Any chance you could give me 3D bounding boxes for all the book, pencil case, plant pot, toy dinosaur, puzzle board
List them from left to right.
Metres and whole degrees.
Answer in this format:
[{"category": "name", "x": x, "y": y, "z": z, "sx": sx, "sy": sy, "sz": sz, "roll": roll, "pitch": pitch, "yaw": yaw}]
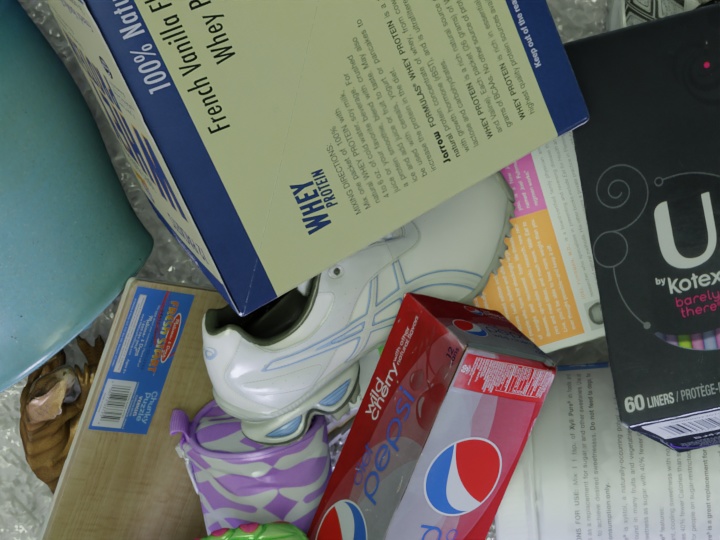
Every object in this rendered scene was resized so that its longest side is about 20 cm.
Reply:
[{"category": "plant pot", "x": -0.218, "y": -0.041, "z": 1.318, "sx": 0.200, "sy": 0.200, "sz": 0.188, "roll": -39, "pitch": 104, "yaw": 8}, {"category": "toy dinosaur", "x": -0.170, "y": 0.096, "z": 1.378, "sx": 0.060, "sy": 0.200, "sz": 0.106, "roll": 7, "pitch": 57, "yaw": 8}, {"category": "puzzle board", "x": -0.108, "y": 0.103, "z": 1.356, "sx": 0.017, "sy": 0.151, "sz": 0.200, "roll": 25, "pitch": 100, "yaw": 38}, {"category": "pencil case", "x": -0.051, "y": 0.162, "z": 1.358, "sx": 0.085, "sy": 0.084, "sz": 0.200, "roll": -9, "pitch": 111, "yaw": -4}, {"category": "book", "x": 0.072, "y": -0.015, "z": 1.367, "sx": 0.200, "sy": 0.048, "sz": 0.134, "roll": -16, "pitch": 93, "yaw": 5}]

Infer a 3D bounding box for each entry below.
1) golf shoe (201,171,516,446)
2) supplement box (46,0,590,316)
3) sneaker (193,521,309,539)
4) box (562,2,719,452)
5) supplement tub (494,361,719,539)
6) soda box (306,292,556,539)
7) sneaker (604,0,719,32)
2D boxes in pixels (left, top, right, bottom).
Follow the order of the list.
[{"category": "golf shoe", "x": 0.000, "y": 0.000, "z": 1.286, "sx": 0.200, "sy": 0.097, "sz": 0.078, "roll": -44, "pitch": 51, "yaw": -16}, {"category": "supplement box", "x": -0.032, "y": -0.125, "z": 1.189, "sx": 0.200, "sy": 0.134, "sz": 0.200, "roll": -30, "pitch": 120, "yaw": -9}, {"category": "sneaker", "x": -0.106, "y": 0.201, "z": 1.293, "sx": 0.200, "sy": 0.077, "sz": 0.084, "roll": -31, "pitch": 69, "yaw": 25}, {"category": "box", "x": 0.182, "y": -0.022, "z": 1.231, "sx": 0.122, "sy": 0.106, "sz": 0.200, "roll": -14, "pitch": 74, "yaw": 18}, {"category": "supplement tub", "x": 0.172, "y": 0.112, "z": 1.333, "sx": 0.200, "sy": 0.132, "sz": 0.132, "roll": -3, "pitch": 97, "yaw": 4}, {"category": "soda box", "x": 0.027, "y": 0.117, "z": 1.281, "sx": 0.063, "sy": 0.070, "sz": 0.200, "roll": 13, "pitch": 108, "yaw": -33}, {"category": "sneaker", "x": 0.176, "y": -0.155, "z": 1.310, "sx": 0.076, "sy": 0.088, "sz": 0.200, "roll": -19, "pitch": 99, "yaw": -25}]
